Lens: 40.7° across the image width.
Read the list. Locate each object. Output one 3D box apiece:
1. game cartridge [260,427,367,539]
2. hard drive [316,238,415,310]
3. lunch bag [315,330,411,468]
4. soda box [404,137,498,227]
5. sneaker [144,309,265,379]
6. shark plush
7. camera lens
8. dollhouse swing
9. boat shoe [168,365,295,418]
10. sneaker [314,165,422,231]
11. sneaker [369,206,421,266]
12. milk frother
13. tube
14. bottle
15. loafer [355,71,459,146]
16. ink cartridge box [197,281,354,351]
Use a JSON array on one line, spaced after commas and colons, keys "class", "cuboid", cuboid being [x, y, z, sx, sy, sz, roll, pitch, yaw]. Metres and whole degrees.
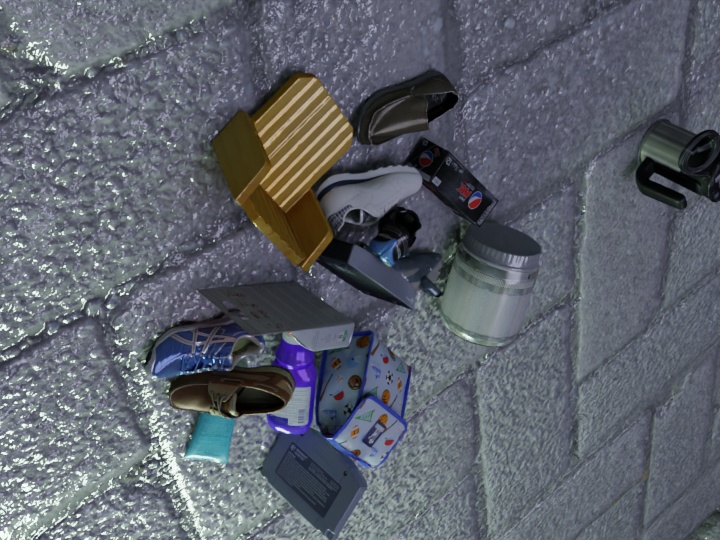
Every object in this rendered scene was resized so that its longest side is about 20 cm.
[{"class": "game cartridge", "cuboid": [-0.081, 0.363, 1.722, 0.041, 0.199, 0.134, 15, 108, -55]}, {"class": "hard drive", "cuboid": [0.000, 0.000, 1.602, 0.200, 0.134, 0.043, 35, 77, -47]}, {"class": "lunch bag", "cuboid": [0.005, 0.230, 1.714, 0.170, 0.123, 0.202, 44, 51, -47]}, {"class": "soda box", "cuboid": [0.160, -0.151, 1.697, 0.064, 0.071, 0.200, -55, 141, 0]}, {"class": "sneaker", "cuboid": [-0.237, 0.120, 1.495, 0.199, 0.077, 0.076, -22, 133, -31]}, {"class": "shark plush", "cuboid": [0.065, -0.015, 1.735, 0.198, 0.091, 0.084, 18, 84, -29]}, {"class": "camera lens", "cuboid": [0.244, 0.030, 1.837, 0.159, 0.160, 0.202, -8, 122, -41]}, {"class": "dollhouse swing", "cuboid": [-0.081, -0.146, 1.401, 0.175, 0.183, 0.200, -33, 139, 7]}, {"class": "boat shoe", "cuboid": [-0.202, 0.192, 1.514, 0.197, 0.074, 0.077, -6, 116, 3]}, {"class": "sneaker", "cuboid": [0.022, -0.114, 1.565, 0.198, 0.081, 0.077, -16, 155, -30]}, {"class": "sneaker", "cuboid": [0.069, -0.064, 1.599, 0.083, 0.071, 0.200, -42, -175, 17]}, {"class": "milk frother", "cuboid": [0.677, -0.253, 2.040, 0.180, 0.188, 0.201, -34, 136, -24]}, {"class": "tube", "cuboid": [-0.233, 0.235, 1.602, 0.077, 0.051, 0.202, 11, 114, -16]}, {"class": "bottle", "cuboid": [-0.115, 0.184, 1.655, 0.082, 0.066, 0.202, 6, 120, 1]}, {"class": "loafer", "cuboid": [0.078, -0.255, 1.544, 0.199, 0.069, 0.076, -34, 136, -23]}, {"class": "ink cartridge box", "cuboid": [-0.133, 0.074, 1.498, 0.198, 0.160, 0.051, -6, 118, -42]}]
